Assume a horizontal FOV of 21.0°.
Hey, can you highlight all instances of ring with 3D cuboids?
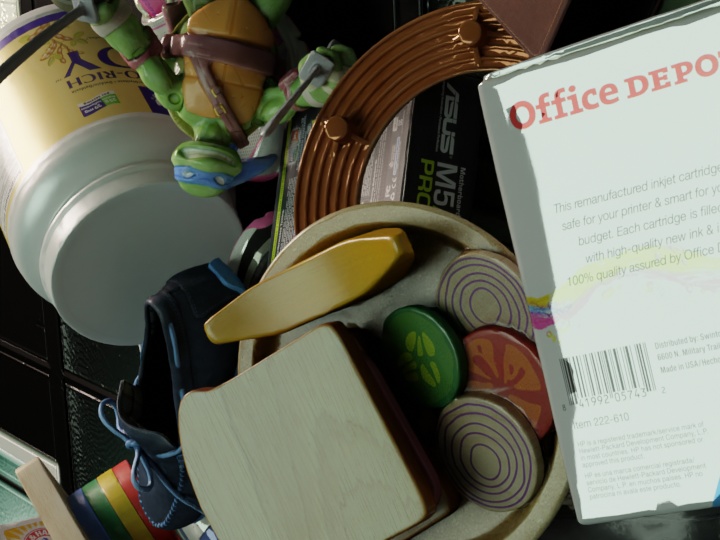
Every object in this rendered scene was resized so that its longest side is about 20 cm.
[{"bbox_3d":[0.057,-0.033,0.935,0.200,0.019,0.201,-2,85,22],"label":"ring"}]

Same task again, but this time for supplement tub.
[{"bbox_3d":[-0.163,-0.062,1.223,0.200,0.145,0.146,57,143,45],"label":"supplement tub"}]

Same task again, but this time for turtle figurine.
[{"bbox_3d":[-0.071,-0.145,1.039,0.143,0.200,0.195,3,77,30],"label":"turtle figurine"}]

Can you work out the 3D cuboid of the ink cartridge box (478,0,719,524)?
[{"bbox_3d":[0.147,-0.006,0.822,0.144,0.085,0.201,-14,89,37],"label":"ink cartridge box"}]

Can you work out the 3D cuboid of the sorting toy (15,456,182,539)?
[{"bbox_3d":[-0.125,0.227,1.282,0.200,0.069,0.199,53,172,33],"label":"sorting toy"}]

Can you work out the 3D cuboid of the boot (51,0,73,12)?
[{"bbox_3d":[-0.160,-0.263,1.159,0.200,0.072,0.183,98,172,-71],"label":"boot"}]

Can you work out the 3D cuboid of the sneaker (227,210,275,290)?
[{"bbox_3d":[-0.027,0.063,1.151,0.087,0.074,0.201,23,123,52],"label":"sneaker"}]

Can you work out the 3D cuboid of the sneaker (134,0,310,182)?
[{"bbox_3d":[-0.092,-0.149,1.165,0.081,0.088,0.201,-16,86,57],"label":"sneaker"}]

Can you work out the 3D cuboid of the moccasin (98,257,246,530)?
[{"bbox_3d":[-0.119,0.077,1.160,0.080,0.068,0.201,40,134,37],"label":"moccasin"}]

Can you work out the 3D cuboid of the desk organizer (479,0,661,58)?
[{"bbox_3d":[0.114,-0.194,0.859,0.077,0.072,0.200,52,139,31],"label":"desk organizer"}]

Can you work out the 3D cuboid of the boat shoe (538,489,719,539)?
[{"bbox_3d":[0.108,0.113,0.960,0.200,0.074,0.061,11,109,52],"label":"boat shoe"}]

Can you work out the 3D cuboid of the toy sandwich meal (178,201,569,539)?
[{"bbox_3d":[0.005,0.065,0.906,0.204,0.070,0.206,6,102,29],"label":"toy sandwich meal"}]

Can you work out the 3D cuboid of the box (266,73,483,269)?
[{"bbox_3d":[0.000,0.000,1.044,0.160,0.044,0.201,-12,70,63],"label":"box"}]

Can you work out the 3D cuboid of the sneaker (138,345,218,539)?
[{"bbox_3d":[-0.079,0.088,1.228,0.115,0.080,0.200,-33,71,57],"label":"sneaker"}]

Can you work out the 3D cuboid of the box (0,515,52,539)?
[{"bbox_3d":[-0.195,0.281,1.434,0.200,0.112,0.102,55,140,34],"label":"box"}]
